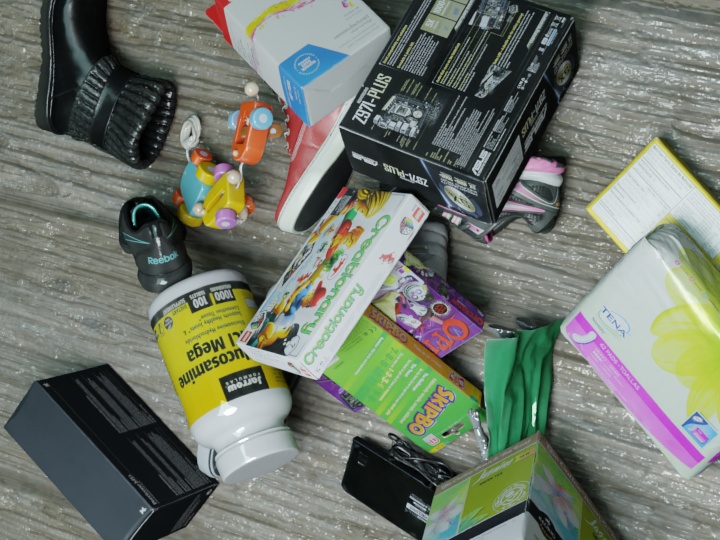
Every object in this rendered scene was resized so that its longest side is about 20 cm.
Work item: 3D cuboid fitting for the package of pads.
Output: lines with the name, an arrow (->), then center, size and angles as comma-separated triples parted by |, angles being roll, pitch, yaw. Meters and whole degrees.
package of pads -> 0.304, 0.074, 1.444 | 0.200, 0.068, 0.155 | 50, 130, 13

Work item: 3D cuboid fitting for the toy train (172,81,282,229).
toy train -> -0.138, -0.115, 1.631 | 0.199, 0.055, 0.152 | -2, 77, 61

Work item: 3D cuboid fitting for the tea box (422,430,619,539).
tea box -> 0.164, 0.300, 1.442 | 0.133, 0.197, 0.201 | -31, 105, 22

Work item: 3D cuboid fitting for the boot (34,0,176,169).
boot -> -0.278, -0.232, 1.700 | 0.156, 0.079, 0.214 | 19, 111, 29

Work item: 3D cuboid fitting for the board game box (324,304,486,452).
board game box -> 0.034, 0.108, 1.553 | 0.200, 0.030, 0.095 | 40, 127, -18

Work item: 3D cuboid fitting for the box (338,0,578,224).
box -> 0.099, -0.171, 1.485 | 0.162, 0.086, 0.201 | 22, 70, 21

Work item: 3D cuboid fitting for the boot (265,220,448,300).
boot -> 0.000, 0.000, 1.591 | 0.197, 0.074, 0.096 | -5, 50, 20

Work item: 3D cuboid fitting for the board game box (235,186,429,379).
board game box -> -0.028, 0.009, 1.496 | 0.126, 0.035, 0.201 | 9, 61, 56

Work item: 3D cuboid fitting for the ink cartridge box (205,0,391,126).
ink cartridge box -> -0.070, -0.257, 1.569 | 0.116, 0.068, 0.200 | -36, 62, -14

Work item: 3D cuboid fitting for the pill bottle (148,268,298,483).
pill bottle -> -0.137, 0.110, 1.571 | 0.112, 0.112, 0.202 | -31, 71, 22

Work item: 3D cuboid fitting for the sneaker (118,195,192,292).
sneaker -> -0.224, -0.049, 1.643 | 0.075, 0.200, 0.080 | -20, 117, -12

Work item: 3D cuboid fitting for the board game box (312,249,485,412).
board game box -> 0.017, 0.064, 1.555 | 0.120, 0.033, 0.199 | 35, 131, -22

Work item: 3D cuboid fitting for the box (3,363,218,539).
box -> -0.276, 0.207, 1.695 | 0.200, 0.141, 0.079 | 44, 108, 16

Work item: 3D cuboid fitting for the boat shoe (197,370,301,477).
boat shoe -> -0.107, 0.147, 1.652 | 0.068, 0.073, 0.201 | 33, 95, 29

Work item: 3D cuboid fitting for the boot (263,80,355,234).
boot -> -0.070, -0.152, 1.621 | 0.143, 0.072, 0.202 | 30, 96, 20

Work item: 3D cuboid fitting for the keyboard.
keyboard -> 0.075, 0.238, 1.605 | 0.199, 0.040, 0.105 | 31, 128, 19

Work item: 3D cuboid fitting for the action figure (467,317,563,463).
action figure -> 0.150, 0.151, 1.533 | 0.054, 0.117, 0.203 | 21, 112, 47

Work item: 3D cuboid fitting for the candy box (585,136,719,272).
candy box -> 0.320, -0.022, 1.475 | 0.102, 0.026, 0.201 | -45, 76, 20

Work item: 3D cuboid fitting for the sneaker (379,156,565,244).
sneaker -> 0.109, -0.070, 1.539 | 0.198, 0.080, 0.088 | 0, 94, 25
